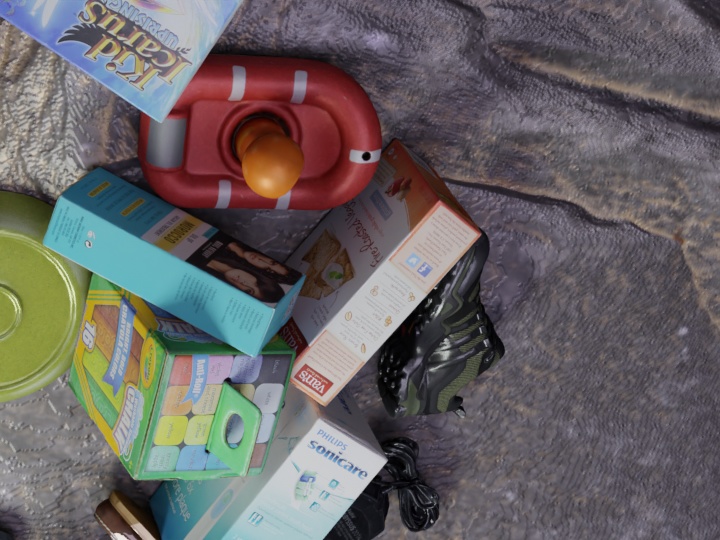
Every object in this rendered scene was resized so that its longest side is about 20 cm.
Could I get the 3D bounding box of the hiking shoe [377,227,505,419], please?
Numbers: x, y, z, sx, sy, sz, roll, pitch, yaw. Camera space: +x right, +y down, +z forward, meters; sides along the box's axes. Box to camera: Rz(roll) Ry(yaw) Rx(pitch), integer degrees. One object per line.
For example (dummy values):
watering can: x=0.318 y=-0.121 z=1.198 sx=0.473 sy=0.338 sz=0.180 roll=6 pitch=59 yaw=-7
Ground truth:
hiking shoe: x=0.085 y=0.044 z=1.789 sx=0.100 sy=0.076 sz=0.201 roll=4 pitch=123 yaw=-28

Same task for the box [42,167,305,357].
box: x=-0.150 y=-0.009 z=1.621 sx=0.199 sy=0.082 sz=0.049 roll=27 pitch=116 yaw=7

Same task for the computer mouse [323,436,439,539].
computer mouse: x=-0.028 y=0.230 z=1.843 sx=0.199 sy=0.053 sz=0.139 roll=-32 pitch=138 yaw=-9

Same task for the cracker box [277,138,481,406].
cracker box: x=0.000 y=0.000 z=1.696 sx=0.058 sy=0.134 sz=0.200 roll=36 pitch=101 yaw=-29

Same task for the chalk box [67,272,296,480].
chalk box: x=-0.142 y=0.093 z=1.648 sx=0.123 sy=0.200 sz=0.125 roll=2 pitch=116 yaw=-33

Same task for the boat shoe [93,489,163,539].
boat shoe: x=-0.181 y=0.282 z=1.816 sx=0.070 sy=0.070 sz=0.200 roll=-40 pitch=120 yaw=0

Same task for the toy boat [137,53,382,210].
toy boat: x=-0.077 y=-0.100 z=1.624 sx=0.198 sy=0.131 sz=0.132 roll=0 pitch=116 yaw=-17

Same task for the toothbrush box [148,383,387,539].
toothbrush box: x=-0.084 y=0.185 z=1.755 sx=0.085 sy=0.147 sz=0.200 roll=34 pitch=103 yaw=-29

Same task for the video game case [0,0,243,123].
video game case: x=-0.186 y=-0.244 z=1.537 sx=0.199 sy=0.045 sz=0.182 roll=33 pitch=103 yaw=-10

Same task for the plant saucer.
plant saucer: x=-0.313 y=0.031 z=1.675 sx=0.198 sy=0.031 sz=0.202 roll=-7 pitch=117 yaw=-13

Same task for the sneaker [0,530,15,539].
sneaker: x=-0.379 y=0.313 z=1.764 sx=0.200 sy=0.082 sz=0.070 roll=-39 pitch=120 yaw=4
